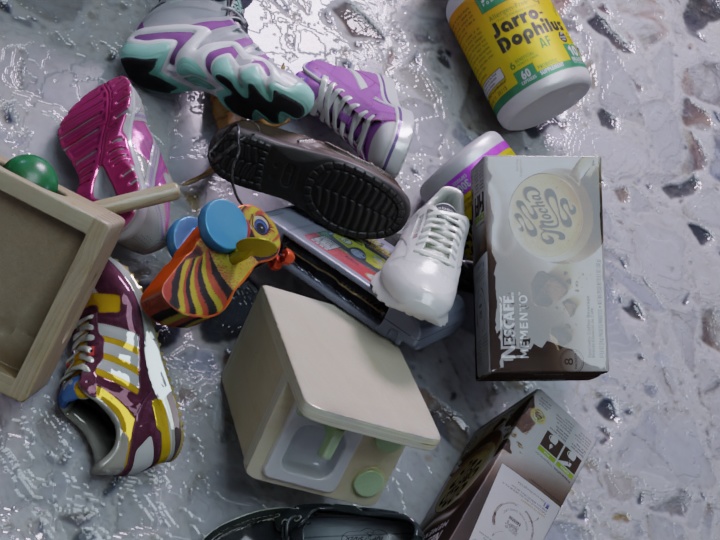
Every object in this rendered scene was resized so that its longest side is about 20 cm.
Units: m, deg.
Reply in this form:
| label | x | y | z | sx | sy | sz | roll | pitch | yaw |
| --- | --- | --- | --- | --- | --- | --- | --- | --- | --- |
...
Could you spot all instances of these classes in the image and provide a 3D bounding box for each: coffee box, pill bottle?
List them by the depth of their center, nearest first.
| label | x | y | z | sx | sy | sz | roll | pitch | yaw |
| --- | --- | --- | --- | --- | --- | --- | --- | --- | --- |
| coffee box | 0.122 | 0.219 | 1.506 | 0.080 | 0.113 | 0.200 | 41 | 51 | -6 |
| coffee box | 0.164 | 0.000 | 1.526 | 0.112 | 0.080 | 0.202 | 1 | 82 | -6 |
| pill bottle | 0.157 | -0.035 | 1.671 | 0.104 | 0.104 | 0.200 | -35 | 85 | -39 |
| pill bottle | 0.161 | -0.264 | 1.794 | 0.112 | 0.113 | 0.201 | -15 | 74 | -36 |

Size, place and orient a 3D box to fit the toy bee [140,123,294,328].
| label | x | y | z | sx | sy | sz | roll | pitch | yaw |
| --- | --- | --- | --- | --- | --- | --- | --- | --- | --- |
| toy bee | -0.107 | -0.021 | 1.443 | 0.109 | 0.131 | 0.201 | 39 | 72 | -23 |

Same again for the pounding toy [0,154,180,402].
| label | x | y | z | sx | sy | sz | roll | pitch | yaw |
| --- | --- | --- | --- | --- | --- | --- | --- | --- | --- |
| pounding toy | -0.274 | -0.018 | 1.337 | 0.183 | 0.142 | 0.201 | 27 | 93 | -3 |

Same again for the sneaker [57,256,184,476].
| label | x | y | z | sx | sy | sz | roll | pitch | yaw |
| --- | --- | --- | --- | --- | --- | --- | --- | --- | --- |
| sneaker | -0.221 | 0.077 | 1.399 | 0.090 | 0.075 | 0.201 | -11 | 70 | -40 |

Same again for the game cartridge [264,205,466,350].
| label | x | y | z | sx | sy | sz | roll | pitch | yaw |
| --- | --- | --- | --- | --- | --- | --- | --- | --- | --- |
| game cartridge | 0.000 | 0.000 | 1.534 | 0.199 | 0.041 | 0.133 | 34 | 17 | 17 |

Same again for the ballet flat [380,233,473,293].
| label | x | y | z | sx | sy | sz | roll | pitch | yaw |
| --- | --- | --- | --- | --- | --- | --- | --- | --- | --- |
| ballet flat | 0.097 | -0.009 | 1.615 | 0.198 | 0.066 | 0.057 | 17 | 91 | 8 |

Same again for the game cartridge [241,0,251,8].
| label | x | y | z | sx | sy | sz | roll | pitch | yaw |
| --- | --- | --- | --- | --- | --- | --- | --- | --- | --- |
| game cartridge | -0.175 | -0.331 | 1.602 | 0.199 | 0.133 | 0.041 | 22 | 55 | -19 |

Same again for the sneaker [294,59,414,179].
| label | x | y | z | sx | sy | sz | roll | pitch | yaw |
| --- | --- | --- | --- | --- | --- | --- | --- | --- | --- |
| sneaker | -0.016 | -0.150 | 1.617 | 0.113 | 0.073 | 0.201 | 17 | 20 | -17 |

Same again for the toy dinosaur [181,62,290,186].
| label | x | y | z | sx | sy | sz | roll | pitch | yaw |
| --- | --- | --- | --- | --- | --- | --- | --- | --- | --- |
| toy dinosaur | -0.122 | -0.157 | 1.611 | 0.105 | 0.061 | 0.201 | -5 | 60 | 0 |

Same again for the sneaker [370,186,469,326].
| label | x | y | z | sx | sy | sz | roll | pitch | yaw |
| --- | --- | --- | --- | --- | --- | --- | --- | --- | --- |
| sneaker | 0.062 | -0.015 | 1.482 | 0.076 | 0.081 | 0.200 | 26 | 21 | -7 |

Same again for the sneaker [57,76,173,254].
| label | x | y | z | sx | sy | sz | roll | pitch | yaw |
| --- | --- | --- | --- | --- | --- | --- | --- | --- | --- |
| sneaker | -0.217 | -0.090 | 1.497 | 0.088 | 0.081 | 0.201 | 50 | 23 | -48 |

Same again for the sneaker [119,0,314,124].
| label | x | y | z | sx | sy | sz | roll | pitch | yaw |
| --- | --- | --- | --- | --- | --- | --- | --- | --- | --- |
| sneaker | -0.118 | -0.227 | 1.571 | 0.198 | 0.078 | 0.141 | 18 | 64 | 13 |

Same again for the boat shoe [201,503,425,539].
| label | x | y | z | sx | sy | sz | roll | pitch | yaw |
| --- | --- | --- | --- | --- | --- | --- | --- | --- | --- |
| boat shoe | -0.040 | 0.233 | 1.394 | 0.197 | 0.066 | 0.075 | 3 | 70 | -6 |

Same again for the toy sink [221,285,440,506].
| label | x | y | z | sx | sy | sz | roll | pitch | yaw |
| --- | --- | --- | --- | --- | --- | --- | --- | --- | --- |
| toy sink | -0.031 | 0.122 | 1.417 | 0.129 | 0.113 | 0.200 | 16 | 23 | -24 |

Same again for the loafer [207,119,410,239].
| label | x | y | z | sx | sy | sz | roll | pitch | yaw |
| --- | --- | --- | --- | --- | --- | --- | --- | --- | --- |
| loafer | -0.043 | -0.097 | 1.544 | 0.199 | 0.073 | 0.071 | 25 | 30 | -8 |
